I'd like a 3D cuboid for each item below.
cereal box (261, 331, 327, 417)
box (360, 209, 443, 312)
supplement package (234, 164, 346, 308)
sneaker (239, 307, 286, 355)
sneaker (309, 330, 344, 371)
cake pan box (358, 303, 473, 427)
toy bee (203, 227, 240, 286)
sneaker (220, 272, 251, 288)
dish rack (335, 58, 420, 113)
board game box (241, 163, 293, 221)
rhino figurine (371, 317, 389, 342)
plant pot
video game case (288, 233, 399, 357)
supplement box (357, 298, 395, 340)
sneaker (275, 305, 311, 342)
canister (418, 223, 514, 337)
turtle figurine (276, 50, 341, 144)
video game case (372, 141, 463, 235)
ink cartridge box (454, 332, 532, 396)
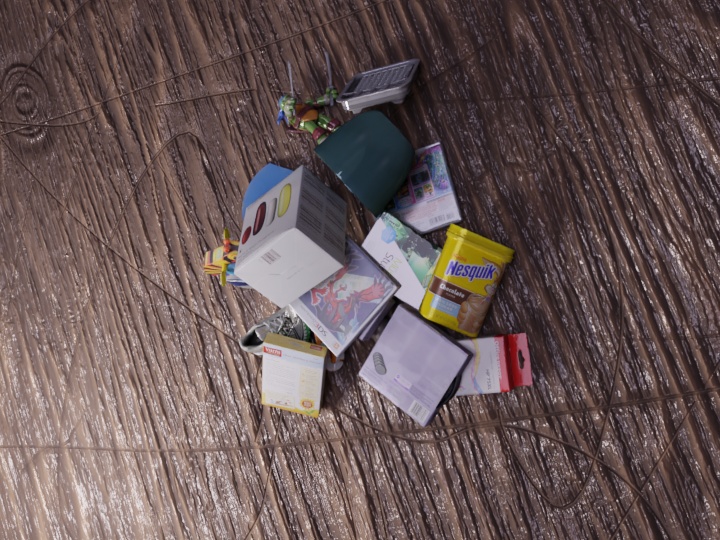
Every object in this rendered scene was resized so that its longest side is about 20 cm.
[{"bbox_3d":[-0.150,0.238,1.718,0.141,0.040,0.203,14,129,6],"label":"cereal box"},{"bbox_3d":[0.094,-0.018,1.679,0.198,0.036,0.146,33,94,3],"label":"box"},{"bbox_3d":[-0.144,-0.072,1.614,0.190,0.147,0.202,-32,36,29],"label":"supplement package"},{"bbox_3d":[-0.198,0.134,1.780,0.199,0.092,0.076,-39,76,14],"label":"sneaker"},{"bbox_3d":[-0.092,0.132,1.751,0.077,0.077,0.205,-4,81,-24],"label":"sneaker"},{"bbox_3d":[0.118,0.201,1.617,0.198,0.052,0.187,34,106,21],"label":"cake pan box"},{"bbox_3d":[-0.295,-0.044,1.742,0.198,0.108,0.133,-32,57,18],"label":"toy bee"},{"bbox_3d":[-0.233,-0.026,1.813,0.196,0.080,0.118,-8,72,27],"label":"sneaker"},{"bbox_3d":[0.046,-0.401,1.668,0.168,0.201,0.044,-10,119,20],"label":"dish rack"},{"bbox_3d":[-0.195,-0.161,1.809,0.198,0.039,0.161,21,85,38],"label":"board game box"},{"bbox_3d":[0.025,0.108,1.717,0.198,0.060,0.089,32,101,20],"label":"rhino figurine"},{"bbox_3d":[0.021,-0.243,1.639,0.161,0.200,0.201,-45,75,3],"label":"plant pot"},{"bbox_3d":[-0.044,0.048,1.635,0.182,0.023,0.201,44,97,15],"label":"video game case"},{"bbox_3d":[-0.034,0.050,1.676,0.199,0.061,0.110,39,98,15],"label":"supplement box"},{"bbox_3d":[-0.163,0.154,1.728,0.078,0.084,0.204,49,137,51],"label":"sneaker"},{"bbox_3d":[0.221,0.023,1.615,0.146,0.087,0.204,21,96,-6],"label":"canister"},{"bbox_3d":[-0.099,-0.373,1.731,0.194,0.144,0.201,42,106,12],"label":"turtle figurine"},{"bbox_3d":[0.115,-0.168,1.710,0.197,0.024,0.186,-18,82,20],"label":"video game case"},{"bbox_3d":[0.259,0.200,1.623,0.196,0.067,0.119,-9,86,20],"label":"ink cartridge box"}]
